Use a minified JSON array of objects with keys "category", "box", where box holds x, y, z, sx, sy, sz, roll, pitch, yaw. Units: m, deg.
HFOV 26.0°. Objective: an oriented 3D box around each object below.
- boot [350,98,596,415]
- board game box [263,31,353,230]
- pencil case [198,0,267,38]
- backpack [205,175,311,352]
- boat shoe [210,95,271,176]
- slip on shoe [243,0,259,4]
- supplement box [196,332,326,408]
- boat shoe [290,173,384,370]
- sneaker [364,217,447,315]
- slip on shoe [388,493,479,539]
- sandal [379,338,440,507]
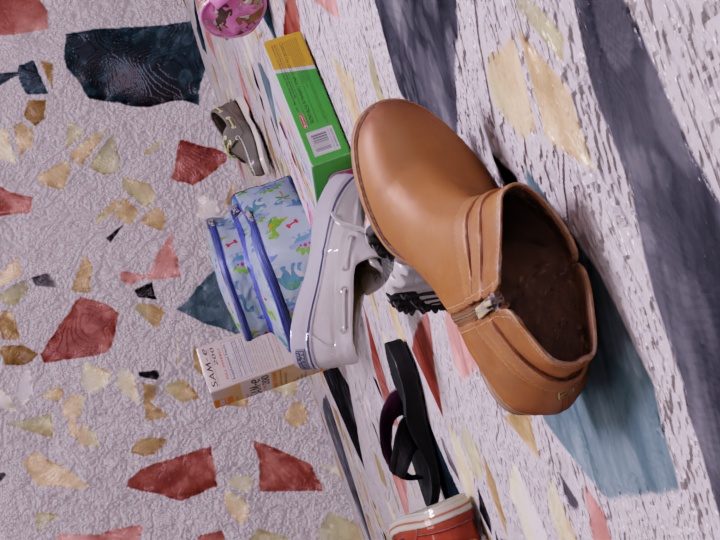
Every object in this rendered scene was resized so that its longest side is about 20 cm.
[{"category":"boot","box":[0.061,-0.022,0.792,0.201,0.073,0.155,58,172,10]},{"category":"board game box","box":[-0.047,-0.118,1.559,0.200,0.040,0.154,84,166,-63]},{"category":"pencil case","box":[-0.166,-0.352,1.752,0.083,0.086,0.201,-56,45,41]},{"category":"backpack","box":[-0.098,0.003,1.871,0.200,0.146,0.184,-129,19,-65]},{"category":"boat shoe","box":[-0.186,-0.202,2.423,0.202,0.060,0.072,-116,10,-52]},{"category":"slip on shoe","box":[-0.142,-0.359,1.543,0.074,0.061,0.201,-139,30,-74]},{"category":"supplement box","box":[-0.133,0.127,2.276,0.126,0.199,0.074,94,157,-75]},{"category":"boat shoe","box":[-0.001,-0.002,1.376,0.075,0.085,0.203,71,-155,-48]},{"category":"sneaker","box":[0.040,-0.033,0.978,0.200,0.066,0.091,64,-158,-70]},{"category":"slip on shoe","box":[0.073,0.251,1.468,0.200,0.074,0.062,124,124,-76]},{"category":"sandal","box":[0.040,0.155,1.553,0.075,0.048,0.202,-118,12,-56]}]
